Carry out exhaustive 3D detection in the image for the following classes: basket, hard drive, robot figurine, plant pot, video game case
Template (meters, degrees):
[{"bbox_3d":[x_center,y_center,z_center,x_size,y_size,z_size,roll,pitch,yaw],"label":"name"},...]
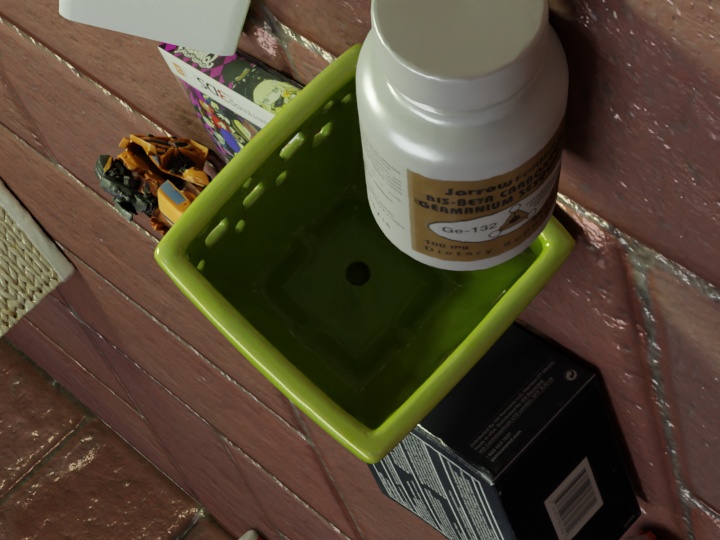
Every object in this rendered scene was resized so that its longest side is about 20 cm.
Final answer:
[{"bbox_3d":[-0.542,-0.028,2.600,0.200,0.161,0.198,52,162,-27],"label":"basket"},{"bbox_3d":[-0.138,-0.204,1.260,0.131,0.027,0.200,13,165,-7],"label":"hard drive"},{"bbox_3d":[-0.139,-0.058,1.611,0.145,0.058,0.200,0,-147,-49],"label":"robot figurine"},{"bbox_3d":[0.000,0.000,1.238,0.199,0.200,0.182,43,172,5],"label":"plant pot"},{"bbox_3d":[-0.058,-0.086,1.446,0.181,0.036,0.200,34,161,40],"label":"video game case"}]

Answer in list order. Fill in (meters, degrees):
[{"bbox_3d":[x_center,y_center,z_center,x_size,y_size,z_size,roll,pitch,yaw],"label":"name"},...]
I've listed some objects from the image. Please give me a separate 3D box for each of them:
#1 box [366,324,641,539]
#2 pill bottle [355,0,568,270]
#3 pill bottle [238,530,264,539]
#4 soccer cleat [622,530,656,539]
[{"bbox_3d":[0.093,0.128,1.437,0.198,0.123,0.200,32,158,37],"label":"box"},{"bbox_3d":[0.055,-0.090,1.005,0.114,0.114,0.200,40,163,19],"label":"pill bottle"},{"bbox_3d":[-0.152,0.546,3.134,0.200,0.111,0.111,46,164,-2],"label":"pill bottle"},{"bbox_3d":[0.221,0.271,1.554,0.069,0.078,0.200,43,164,7],"label":"soccer cleat"}]
